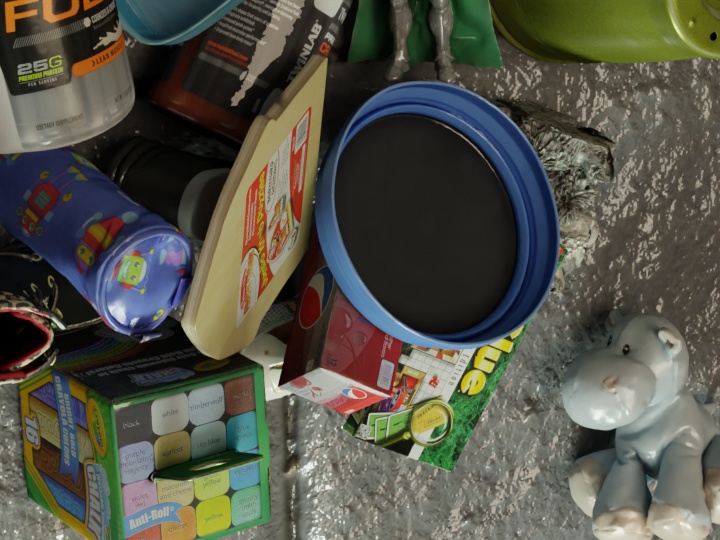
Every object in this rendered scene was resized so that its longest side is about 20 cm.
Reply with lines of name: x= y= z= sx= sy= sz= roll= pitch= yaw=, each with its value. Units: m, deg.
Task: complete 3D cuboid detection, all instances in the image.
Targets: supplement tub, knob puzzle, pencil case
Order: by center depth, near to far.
supplement tub: x=-0.225 y=-0.188 z=1.484 sx=0.122 sy=0.122 sz=0.201 roll=-24 pitch=116 yaw=-26
pencil case: x=-0.186 y=-0.031 z=1.513 sx=0.087 sy=0.200 sz=0.078 roll=24 pitch=100 yaw=-46
knob puzzle: x=-0.081 y=-0.027 z=1.539 sx=0.220 sy=0.030 sz=0.220 roll=19 pitch=90 yaw=-77
supplement tub: x=-0.065 y=-0.186 z=1.602 sx=0.107 sy=0.107 sz=0.200 roll=25 pitch=90 yaw=-37

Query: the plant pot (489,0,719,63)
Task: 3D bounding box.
plant pot: x=0.222 y=-0.241 z=1.725 sx=0.200 sy=0.193 sz=0.201 roll=-11 pitch=110 yaw=-31

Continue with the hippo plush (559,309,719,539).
hippo plush: x=0.255 y=0.120 z=1.879 sx=0.200 sy=0.159 sz=0.161 roll=-32 pitch=120 yaw=-22

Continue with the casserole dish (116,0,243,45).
casserole dish: x=-0.100 y=-0.234 z=1.546 sx=0.200 sy=0.121 sz=0.039 roll=-38 pitch=159 yaw=9

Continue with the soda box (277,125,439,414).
soda box: x=0.000 y=0.000 z=1.672 sx=0.063 sy=0.070 sz=0.200 roll=23 pitch=65 yaw=-23

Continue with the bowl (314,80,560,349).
bowl: x=0.054 y=-0.038 z=1.651 sx=0.200 sy=0.039 sz=0.201 roll=10 pitch=71 yaw=-31

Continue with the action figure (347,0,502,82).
action figure: x=0.041 y=-0.235 z=1.637 sx=0.118 sy=0.055 sz=0.200 roll=0 pitch=119 yaw=7

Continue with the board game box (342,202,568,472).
board game box: x=0.074 y=0.052 z=1.744 sx=0.105 sy=0.023 sz=0.200 roll=21 pitch=99 yaw=-37

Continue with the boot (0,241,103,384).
boot: x=-0.225 y=0.032 z=1.530 sx=0.203 sy=0.154 sz=0.074 roll=-1 pitch=105 yaw=-33

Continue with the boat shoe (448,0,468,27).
boat shoe: x=0.072 y=-0.255 z=1.683 sx=0.200 sy=0.068 sz=0.072 roll=-66 pitch=176 yaw=38

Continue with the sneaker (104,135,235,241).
sneaker: x=-0.114 y=-0.059 z=1.636 sx=0.200 sy=0.099 sz=0.071 roll=4 pitch=106 yaw=-67

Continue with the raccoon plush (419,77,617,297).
raccoon plush: x=0.109 y=-0.067 z=1.790 sx=0.200 sy=0.097 sz=0.134 roll=19 pitch=105 yaw=-13

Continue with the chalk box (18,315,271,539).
chalk box: x=-0.142 y=0.121 z=1.585 sx=0.125 sy=0.200 sz=0.124 roll=-13 pitch=111 yaw=-30

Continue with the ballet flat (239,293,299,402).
ballet flat: x=-0.044 y=0.056 z=1.712 sx=0.200 sy=0.071 sz=0.069 roll=-30 pitch=124 yaw=-23
